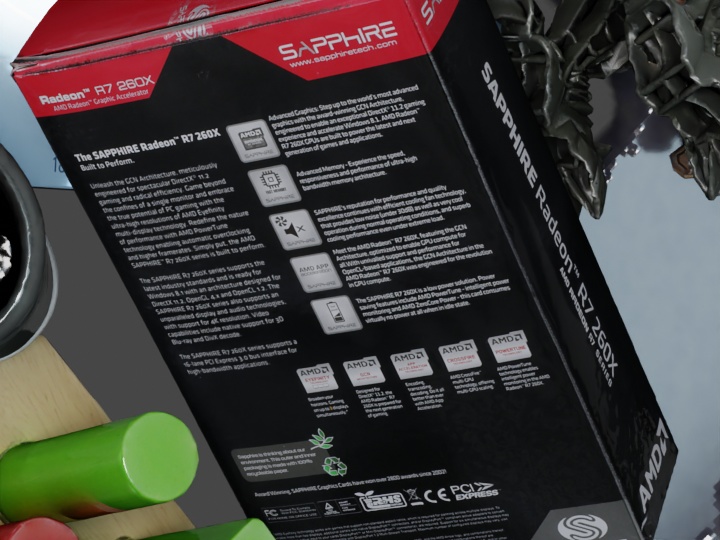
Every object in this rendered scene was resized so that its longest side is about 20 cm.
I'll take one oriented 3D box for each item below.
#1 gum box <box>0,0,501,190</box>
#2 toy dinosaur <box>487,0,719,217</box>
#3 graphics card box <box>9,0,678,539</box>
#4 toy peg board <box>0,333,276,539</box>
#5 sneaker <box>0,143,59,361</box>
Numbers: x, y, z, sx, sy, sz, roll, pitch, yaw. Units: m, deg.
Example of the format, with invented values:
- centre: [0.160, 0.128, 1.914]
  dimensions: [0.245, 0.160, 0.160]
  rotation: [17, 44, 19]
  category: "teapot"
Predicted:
- centre: [-0.038, -0.122, 0.875]
  dimensions: [0.169, 0.045, 0.201]
  rotation: [3, 99, -3]
  category: "gum box"
- centre: [0.104, -0.078, 0.862]
  dimensions: [0.200, 0.102, 0.136]
  rotation: [46, 56, 2]
  category: "toy dinosaur"
- centre: [0.000, 0.000, 0.835]
  dimensions: [0.125, 0.051, 0.201]
  rotation: [-10, 122, 26]
  category: "graphics card box"
- centre: [-0.082, 0.148, 0.826]
  dimensions: [0.200, 0.098, 0.199]
  rotation: [53, 57, -14]
  category: "toy peg board"
- centre: [-0.150, -0.054, 0.802]
  dimensions: [0.071, 0.099, 0.200]
  rotation: [-41, 100, -7]
  category: "sneaker"
